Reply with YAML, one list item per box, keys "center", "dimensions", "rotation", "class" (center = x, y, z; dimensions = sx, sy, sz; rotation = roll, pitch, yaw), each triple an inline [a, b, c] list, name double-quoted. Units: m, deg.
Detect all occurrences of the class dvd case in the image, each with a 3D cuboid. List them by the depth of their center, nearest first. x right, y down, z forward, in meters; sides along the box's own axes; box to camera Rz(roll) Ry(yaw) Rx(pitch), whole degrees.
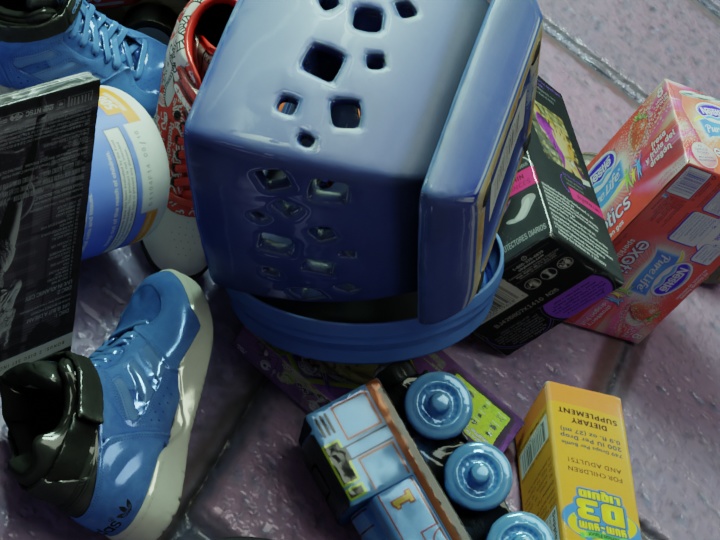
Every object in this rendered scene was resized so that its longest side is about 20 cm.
- center: [-0.222, -0.011, 1.008]
  dimensions: [0.016, 0.201, 0.148]
  rotation: [29, 34, 29]
  class: "dvd case"

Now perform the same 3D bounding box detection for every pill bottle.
- center: [-0.229, -0.048, 1.092]
  dimensions: [0.200, 0.112, 0.112]
  rotation: [-21, 68, -46]
  class: "pill bottle"

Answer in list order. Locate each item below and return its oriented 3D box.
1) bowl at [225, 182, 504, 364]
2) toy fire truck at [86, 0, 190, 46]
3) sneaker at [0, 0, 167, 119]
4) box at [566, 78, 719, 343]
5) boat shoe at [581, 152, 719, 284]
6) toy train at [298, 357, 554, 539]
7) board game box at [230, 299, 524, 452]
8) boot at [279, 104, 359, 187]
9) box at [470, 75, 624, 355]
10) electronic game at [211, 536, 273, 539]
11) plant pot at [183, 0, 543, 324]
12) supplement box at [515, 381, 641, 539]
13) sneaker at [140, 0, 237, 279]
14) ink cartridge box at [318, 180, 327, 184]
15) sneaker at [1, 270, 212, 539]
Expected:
- center: [0.000, 0.000, 1.197]
  dimensions: [0.199, 0.040, 0.201]
  rotation: [1, 31, 0]
  class: "bowl"
- center: [-0.159, -0.265, 1.243]
  dimensions: [0.175, 0.201, 0.129]
  rotation: [-5, 46, 7]
  class: "toy fire truck"
- center: [-0.196, -0.166, 1.194]
  dimensions: [0.199, 0.111, 0.077]
  rotation: [12, 51, -10]
  class: "sneaker"
- center: [0.234, -0.043, 1.364]
  dimensions: [0.102, 0.200, 0.095]
  rotation: [17, 45, -23]
  class: "box"
- center: [0.254, -0.054, 1.499]
  dimensions: [0.199, 0.075, 0.073]
  rotation: [27, 31, -27]
  class: "boat shoe"
- center: [0.044, 0.157, 1.118]
  dimensions: [0.114, 0.087, 0.201]
  rotation: [-27, 76, -13]
  class: "toy train"
- center: [0.015, 0.082, 1.221]
  dimensions: [0.200, 0.032, 0.120]
  rotation: [41, 36, 3]
  class: "board game box"
- center: [0.001, -0.078, 1.223]
  dimensions: [0.199, 0.075, 0.107]
  rotation: [14, 39, 21]
  class: "boot"
- center: [0.107, -0.057, 1.324]
  dimensions: [0.106, 0.122, 0.201]
  rotation: [31, 36, -43]
  class: "box"
- center: [-0.050, 0.249, 1.011]
  dimensions: [0.199, 0.042, 0.201]
  rotation: [20, 44, -21]
  class: "electronic game"
- center: [0.010, -0.091, 1.077]
  dimensions: [0.179, 0.200, 0.201]
  rotation: [16, 63, 10]
  class: "plant pot"
- center: [0.155, 0.175, 1.195]
  dimensions: [0.066, 0.069, 0.201]
  rotation: [14, 43, -13]
  class: "supplement box"
- center: [-0.111, -0.093, 1.156]
  dimensions: [0.067, 0.108, 0.202]
  rotation: [10, 89, -11]
  class: "sneaker"
- center: [-0.084, -0.090, 1.298]
  dimensions: [0.199, 0.037, 0.095]
  rotation: [2, 52, -38]
  class: "ink cartridge box"
- center: [-0.161, 0.064, 1.052]
  dimensions: [0.111, 0.077, 0.201]
  rotation: [31, 46, -29]
  class: "sneaker"
